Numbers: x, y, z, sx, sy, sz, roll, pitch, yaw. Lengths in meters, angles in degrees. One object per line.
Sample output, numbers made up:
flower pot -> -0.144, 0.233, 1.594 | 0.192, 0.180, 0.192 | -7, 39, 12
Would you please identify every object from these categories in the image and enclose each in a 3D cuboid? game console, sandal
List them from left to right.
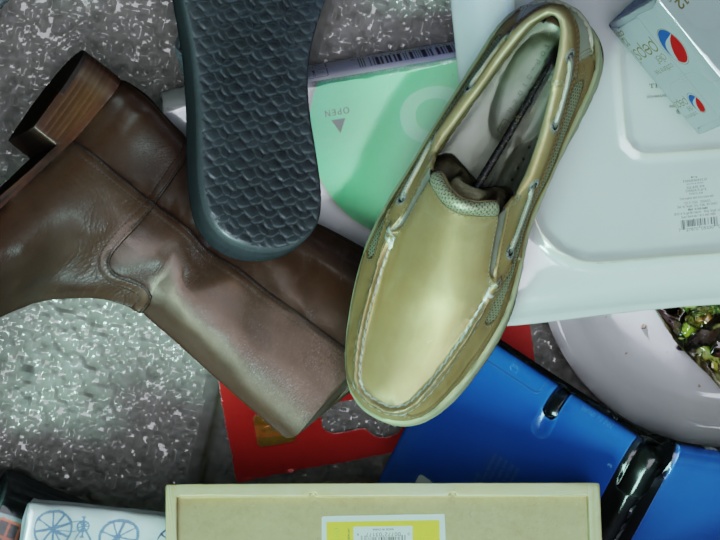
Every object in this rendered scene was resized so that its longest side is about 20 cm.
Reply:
sandal -> -0.054, -0.101, 1.189 | 0.076, 0.043, 0.200 | 9, 73, -18
game console -> 0.097, 0.144, 1.305 | 0.171, 0.118, 0.200 | 33, 111, 19

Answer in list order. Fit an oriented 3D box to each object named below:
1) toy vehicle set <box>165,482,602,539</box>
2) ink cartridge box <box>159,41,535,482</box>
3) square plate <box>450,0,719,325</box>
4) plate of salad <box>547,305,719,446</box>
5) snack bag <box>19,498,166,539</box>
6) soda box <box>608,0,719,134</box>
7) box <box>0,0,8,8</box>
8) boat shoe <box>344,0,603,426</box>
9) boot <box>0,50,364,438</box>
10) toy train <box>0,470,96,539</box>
toy vehicle set -> 0.011, 0.159, 1.198 | 0.200, 0.027, 0.124 | 1, 80, -3
ink cartridge box -> 0.000, 0.000, 1.255 | 0.161, 0.050, 0.200 | -10, 104, -2
square plate -> 0.144, -0.080, 1.213 | 0.200, 0.028, 0.198 | -4, 88, -12
plate of salad -> 0.185, -0.007, 1.268 | 0.200, 0.048, 0.200 | -1, 106, -4
snack bag -> -0.095, 0.208, 1.253 | 0.188, 0.021, 0.200 | 10, 104, -27
soda box -> 0.210, -0.151, 1.185 | 0.200, 0.064, 0.068 | -41, 95, -14
box -> -0.239, -0.154, 1.171 | 0.200, 0.086, 0.164 | -44, 104, 7
boat shoe -> 0.043, -0.027, 1.148 | 0.072, 0.076, 0.200 | 21, 92, 8
boot -> -0.093, 0.029, 1.182 | 0.200, 0.064, 0.186 | 37, 79, -16
toy train -> -0.216, 0.138, 1.259 | 0.200, 0.085, 0.114 | 22, 90, -8
